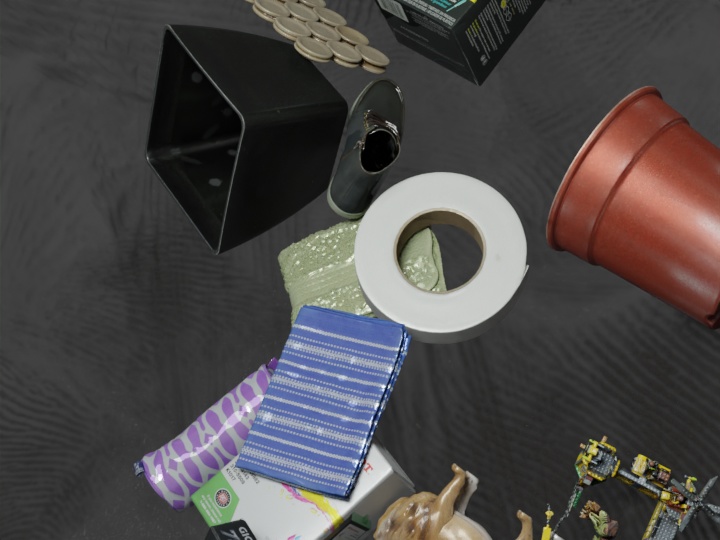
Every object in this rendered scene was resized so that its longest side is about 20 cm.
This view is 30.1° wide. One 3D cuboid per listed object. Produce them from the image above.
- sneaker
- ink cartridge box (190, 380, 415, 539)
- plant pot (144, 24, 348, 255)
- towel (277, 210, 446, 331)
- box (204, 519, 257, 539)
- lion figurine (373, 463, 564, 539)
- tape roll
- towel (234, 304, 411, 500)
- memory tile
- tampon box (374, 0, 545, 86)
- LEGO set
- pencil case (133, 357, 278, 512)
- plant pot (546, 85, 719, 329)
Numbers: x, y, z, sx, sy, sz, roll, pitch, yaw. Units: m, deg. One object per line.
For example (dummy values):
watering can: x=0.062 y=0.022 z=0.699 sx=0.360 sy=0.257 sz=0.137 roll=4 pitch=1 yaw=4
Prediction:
sneaker: x=0.026 y=-0.165 z=1.593 sx=0.074 sy=0.106 sz=0.202 roll=23 pitch=59 yaw=-11
ink cartridge box: x=-0.062 y=0.243 z=1.458 sx=0.200 sy=0.084 sz=0.145 roll=-41 pitch=57 yaw=-1
plant pot: x=-0.131 y=-0.172 z=1.617 sx=0.176 sy=0.202 sz=0.200 roll=-16 pitch=49 yaw=-32
towel: x=0.000 y=0.000 z=1.582 sx=0.198 sy=0.037 sz=0.150 roll=-22 pitch=58 yaw=12
box: x=-0.123 y=0.397 z=1.367 sx=0.200 sy=0.049 sz=0.200 roll=49 pitch=129 yaw=35
lion figurine: x=0.113 y=0.283 z=1.374 sx=0.199 sy=0.072 sz=0.123 roll=32 pitch=87 yaw=28
tape roll: x=0.092 y=-0.016 z=1.521 sx=0.199 sy=0.037 sz=0.206 roll=-2 pitch=65 yaw=4
towel: x=-0.040 y=0.136 z=1.441 sx=0.143 sy=0.024 sz=0.202 roll=11 pitch=67 yaw=27
memory tile: x=-0.064 y=-0.313 z=1.709 sx=0.200 sy=0.152 sz=0.017 roll=46 pitch=122 yaw=35
tampon box: x=0.136 y=-0.365 z=1.651 sx=0.149 sy=0.126 sz=0.201 roll=33 pitch=80 yaw=31
LEGO set: x=0.248 y=0.256 z=1.277 sx=0.153 sy=0.116 sz=0.201 roll=34 pitch=74 yaw=7
pencil case: x=-0.158 y=0.192 z=1.532 sx=0.199 sy=0.084 sz=0.086 roll=-35 pitch=34 yaw=2
plant pot: x=0.329 y=-0.053 z=1.387 sx=0.195 sy=0.201 sz=0.201 roll=37 pitch=83 yaw=24
